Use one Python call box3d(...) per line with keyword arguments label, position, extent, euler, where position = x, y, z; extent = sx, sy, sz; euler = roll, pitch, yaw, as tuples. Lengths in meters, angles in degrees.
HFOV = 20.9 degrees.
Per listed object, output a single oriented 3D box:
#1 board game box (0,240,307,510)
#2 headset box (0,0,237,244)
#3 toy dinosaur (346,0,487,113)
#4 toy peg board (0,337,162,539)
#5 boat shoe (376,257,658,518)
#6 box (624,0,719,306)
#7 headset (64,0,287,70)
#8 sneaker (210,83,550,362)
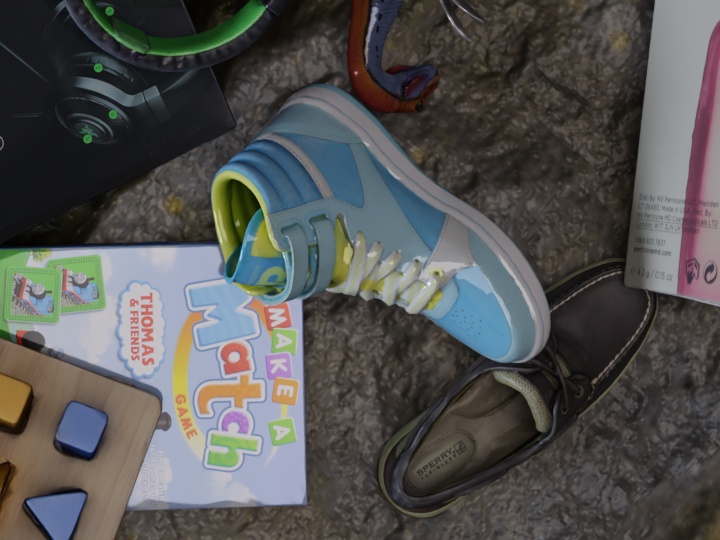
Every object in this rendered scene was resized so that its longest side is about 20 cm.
box3d(label="board game box", position=(-0.131, 0.060, 1.106), extent=(0.199, 0.037, 0.152), euler=(-2, 93, -6))
box3d(label="headset box", position=(-0.183, -0.122, 1.033), extent=(0.199, 0.093, 0.175), euler=(-28, 109, -11))
box3d(label="toy dinosaur", position=(0.020, -0.189, 1.105), extent=(0.200, 0.105, 0.182), euler=(34, 101, 27))
box3d(label="toy peg board", position=(-0.227, 0.124, 1.015), extent=(0.198, 0.098, 0.201), euler=(21, 79, -5))
box3d(label="boat shoe", position=(0.096, 0.071, 1.113), extent=(0.200, 0.065, 0.073), euler=(-44, 94, -3))
box3d(label="box", position=(0.235, -0.078, 1.080), extent=(0.127, 0.109, 0.201), euler=(5, 93, -24))
box3d(label="headset", position=(-0.070, -0.189, 0.951), extent=(0.123, 0.094, 0.201), euler=(24, 103, -24))
box3d(label="sneaker", position=(0.000, 0.000, 1.057), extent=(0.200, 0.080, 0.130), euler=(42, 47, 10))
